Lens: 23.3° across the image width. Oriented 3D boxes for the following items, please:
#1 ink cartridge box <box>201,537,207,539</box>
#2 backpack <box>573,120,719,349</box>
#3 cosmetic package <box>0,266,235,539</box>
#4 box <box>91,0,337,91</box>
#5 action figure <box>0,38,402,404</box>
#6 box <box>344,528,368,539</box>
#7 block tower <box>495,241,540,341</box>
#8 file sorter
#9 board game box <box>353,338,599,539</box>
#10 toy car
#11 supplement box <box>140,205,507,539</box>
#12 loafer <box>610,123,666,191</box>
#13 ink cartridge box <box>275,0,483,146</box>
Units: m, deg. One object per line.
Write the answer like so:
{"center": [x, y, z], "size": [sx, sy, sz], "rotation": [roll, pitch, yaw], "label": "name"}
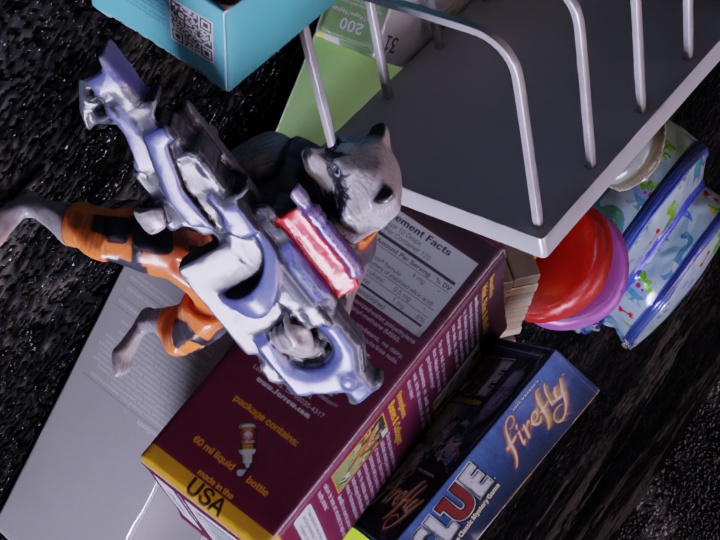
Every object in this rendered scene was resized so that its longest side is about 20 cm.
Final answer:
{"center": [-0.048, 0.137, 1.170], "size": [0.200, 0.083, 0.147], "rotation": [-51, 180, -12], "label": "ink cartridge box"}
{"center": [0.222, -0.038, 1.453], "size": [0.183, 0.147, 0.200], "rotation": [-53, 166, -6], "label": "backpack"}
{"center": [-0.111, 0.079, 0.984], "size": [0.200, 0.090, 0.107], "rotation": [-58, 162, 16], "label": "cosmetic package"}
{"center": [-0.024, -0.169, 0.779], "size": [0.200, 0.082, 0.049], "rotation": [-44, 156, -29], "label": "box"}
{"center": [-0.071, -0.032, 0.777], "size": [0.200, 0.193, 0.105], "rotation": [60, 32, -31], "label": "action figure"}
{"center": [-0.029, 0.219, 1.207], "size": [0.200, 0.048, 0.122], "rotation": [-50, -177, 5], "label": "box"}
{"center": [0.070, 0.029, 1.141], "size": [0.054, 0.058, 0.200], "rotation": [-12, 152, -11], "label": "block tower"}
{"center": [0.082, -0.132, 0.857], "size": [0.200, 0.139, 0.125], "rotation": [-46, 142, -31], "label": "file sorter"}
{"center": [0.047, 0.099, 0.985], "size": [0.136, 0.035, 0.200], "rotation": [-49, -170, -8], "label": "board game box"}
{"center": [0.124, -0.021, 1.269], "size": [0.175, 0.150, 0.200], "rotation": [-57, 161, 3], "label": "toy car"}
{"center": [-0.013, 0.062, 0.925], "size": [0.200, 0.086, 0.110], "rotation": [-51, 162, -15], "label": "supplement box"}
{"center": [0.184, -0.119, 1.216], "size": [0.075, 0.070, 0.200], "rotation": [-36, -150, 26], "label": "loafer"}
{"center": [0.025, -0.115, 0.962], "size": [0.145, 0.048, 0.200], "rotation": [6, 106, -60], "label": "ink cartridge box"}
